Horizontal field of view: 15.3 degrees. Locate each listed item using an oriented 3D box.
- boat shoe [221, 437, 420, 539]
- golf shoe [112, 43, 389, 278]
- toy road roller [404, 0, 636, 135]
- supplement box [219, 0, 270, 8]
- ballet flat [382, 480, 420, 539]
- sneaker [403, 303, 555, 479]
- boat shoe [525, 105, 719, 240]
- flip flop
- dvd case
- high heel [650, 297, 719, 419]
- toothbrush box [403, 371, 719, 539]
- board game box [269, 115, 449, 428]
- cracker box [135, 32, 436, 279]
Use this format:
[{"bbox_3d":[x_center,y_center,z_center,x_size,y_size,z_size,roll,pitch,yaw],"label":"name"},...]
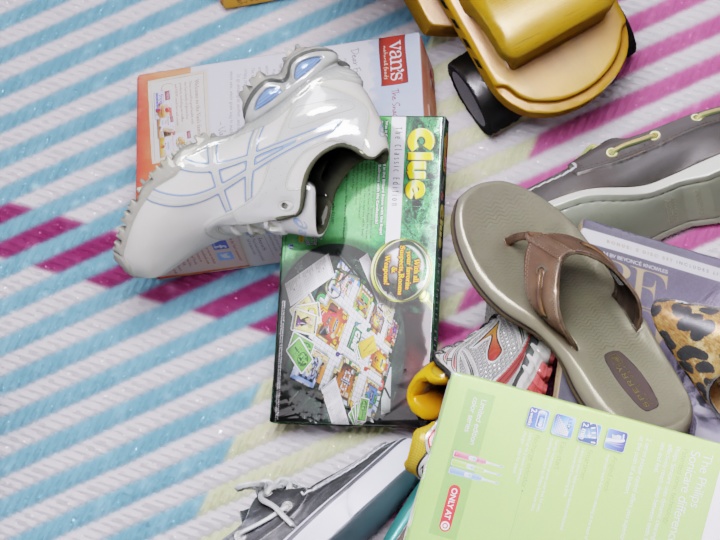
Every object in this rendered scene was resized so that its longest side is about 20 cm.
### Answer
[{"bbox_3d":[-0.048,0.159,1.634,0.199,0.074,0.068,-41,72,-2],"label":"boat shoe"},{"bbox_3d":[-0.069,-0.048,1.687,0.200,0.078,0.097,-43,69,16],"label":"golf shoe"},{"bbox_3d":[0.098,-0.196,1.750,0.123,0.146,0.200,-29,86,-5],"label":"toy road roller"},{"bbox_3d":[-0.010,-0.243,1.883,0.199,0.069,0.067,-11,56,9],"label":"supplement box"},{"bbox_3d":[0.019,0.199,1.601,0.072,0.072,0.200,26,60,27],"label":"ballet flat"},{"bbox_3d":[0.075,0.060,1.629,0.082,0.078,0.200,16,37,0],"label":"sneaker"},{"bbox_3d":[0.172,-0.053,1.717,0.201,0.072,0.061,-16,51,-5],"label":"boat shoe"},{"bbox_3d":[0.129,0.019,1.584,0.081,0.058,0.200,-22,62,-25],"label":"flip flop"},{"bbox_3d":[0.191,0.068,1.614,0.148,0.016,0.200,16,52,-6],"label":"dvd case"},{"bbox_3d":[0.231,0.109,1.544,0.200,0.071,0.143,36,51,-1],"label":"high heel"},{"bbox_3d":[0.130,0.152,1.493,0.199,0.086,0.146,14,87,10],"label":"toothbrush box"},{"bbox_3d":[0.000,0.000,1.707,0.104,0.023,0.201,2,81,14],"label":"board game box"},{"bbox_3d":[-0.048,-0.076,1.791,0.199,0.058,0.134,-8,59,10],"label":"cracker box"}]
